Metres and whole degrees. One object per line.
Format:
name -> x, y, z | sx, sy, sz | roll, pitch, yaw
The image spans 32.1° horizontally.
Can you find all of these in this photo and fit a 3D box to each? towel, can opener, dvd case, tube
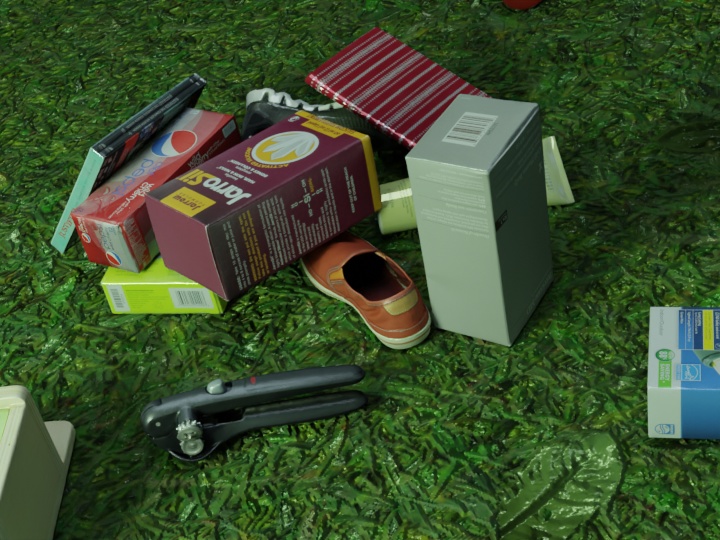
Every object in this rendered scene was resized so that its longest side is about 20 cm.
towel -> 0.057, -0.185, 1.368 | 0.200, 0.023, 0.145 | 34, 46, 14
can opener -> -0.092, 0.113, 1.080 | 0.199, 0.064, 0.079 | -12, 38, 1
dvd case -> -0.244, -0.116, 1.329 | 0.022, 0.146, 0.200 | 37, 40, 4
tube -> 0.112, -0.083, 1.277 | 0.199, 0.058, 0.052 | -12, 22, -2

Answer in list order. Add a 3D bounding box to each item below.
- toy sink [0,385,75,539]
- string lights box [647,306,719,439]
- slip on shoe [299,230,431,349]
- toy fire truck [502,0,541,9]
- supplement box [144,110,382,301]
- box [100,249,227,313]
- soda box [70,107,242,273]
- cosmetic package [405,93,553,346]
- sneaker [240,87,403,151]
toy sink -> -0.326, 0.172, 1.033 | 0.130, 0.112, 0.200 | -7, 38, 6
string lights box -> 0.333, 0.083, 1.003 | 0.199, 0.059, 0.103 | -1, 38, 15
slip on shoe -> 0.000, 0.000, 1.197 | 0.074, 0.061, 0.200 | -28, 39, -16
toy fire truck -> 0.229, -0.437, 1.588 | 0.199, 0.168, 0.112 | -12, 38, 0
supplement box -> -0.091, -0.067, 1.211 | 0.200, 0.086, 0.110 | -32, 38, -29
box -> -0.177, -0.036, 1.303 | 0.121, 0.048, 0.200 | 0, 41, 14
soda box -> -0.202, -0.086, 1.281 | 0.070, 0.064, 0.200 | 12, 44, 29
cosmetic package -> 0.110, -0.043, 1.110 | 0.090, 0.200, 0.107 | 12, 47, 30
sneaker -> -0.045, -0.145, 1.391 | 0.199, 0.067, 0.091 | 10, 59, 15
